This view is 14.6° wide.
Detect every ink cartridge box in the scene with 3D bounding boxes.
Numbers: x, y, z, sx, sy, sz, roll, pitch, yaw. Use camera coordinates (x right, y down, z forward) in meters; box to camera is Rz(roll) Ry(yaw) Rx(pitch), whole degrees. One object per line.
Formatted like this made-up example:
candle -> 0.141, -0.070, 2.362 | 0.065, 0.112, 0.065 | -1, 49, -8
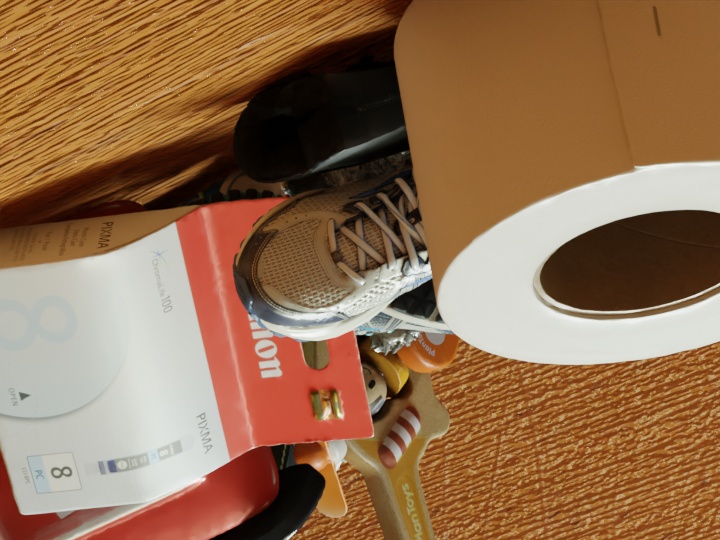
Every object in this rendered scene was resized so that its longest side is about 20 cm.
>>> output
ink cartridge box -> -0.103, 0.047, 1.504 | 0.199, 0.161, 0.047 | -6, -149, 8

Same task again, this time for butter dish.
butter dish -> -0.161, 0.072, 1.642 | 0.199, 0.200, 0.148 | -25, -174, 10

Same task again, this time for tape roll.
tape roll -> 0.123, -0.061, 1.326 | 0.201, 0.140, 0.203 | -7, 153, -4

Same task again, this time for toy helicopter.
toy helicopter -> 0.011, 0.119, 1.738 | 0.079, 0.201, 0.132 | -17, 179, 44

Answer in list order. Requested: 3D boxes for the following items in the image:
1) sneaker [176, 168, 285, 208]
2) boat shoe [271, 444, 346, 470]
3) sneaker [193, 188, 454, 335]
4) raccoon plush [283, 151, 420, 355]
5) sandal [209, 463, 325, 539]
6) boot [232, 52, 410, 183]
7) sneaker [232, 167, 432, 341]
sneaker -> -0.100, -0.007, 1.667 | 0.104, 0.076, 0.200 | -13, 167, -14
boat shoe -> -0.031, 0.095, 1.805 | 0.060, 0.076, 0.200 | 1, -143, 10
sneaker -> 0.000, 0.000, 1.559 | 0.199, 0.078, 0.086 | 8, 159, 8
raccoon plush -> 0.019, -0.012, 1.746 | 0.096, 0.135, 0.200 | -22, 175, 0
sandal -> -0.081, 0.139, 1.659 | 0.075, 0.045, 0.200 | -59, -166, -25
boot -> 0.016, -0.075, 1.491 | 0.199, 0.066, 0.165 | -21, 169, -39
sneaker -> 0.026, -0.027, 1.434 | 0.199, 0.077, 0.085 | -21, 171, -29
